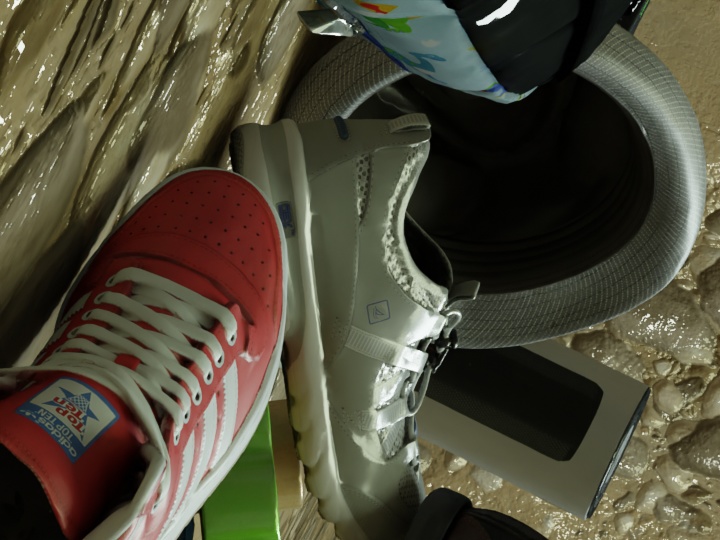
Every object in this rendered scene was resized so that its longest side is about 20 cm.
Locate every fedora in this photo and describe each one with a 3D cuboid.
[{"bbox_3d":[0.053,-0.063,0.956,0.200,0.176,0.091,51,26,-44],"label":"fedora"}]

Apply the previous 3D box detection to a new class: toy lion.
[{"bbox_3d":[-0.047,0.113,0.861,0.192,0.068,0.201,113,-28,-78],"label":"toy lion"}]

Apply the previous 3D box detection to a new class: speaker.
[{"bbox_3d":[0.051,0.056,1.217,0.081,0.200,0.081,-60,169,-20],"label":"speaker"}]

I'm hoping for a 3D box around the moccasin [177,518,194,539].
[{"bbox_3d":[-0.107,0.139,0.820,0.068,0.080,0.201,-26,132,-35],"label":"moccasin"}]

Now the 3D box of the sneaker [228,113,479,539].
[{"bbox_3d":[0.009,0.029,0.851,0.075,0.082,0.200,-102,179,-52],"label":"sneaker"}]

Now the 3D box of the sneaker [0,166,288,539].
[{"bbox_3d":[-0.069,0.032,0.621,0.113,0.071,0.200,102,11,-59],"label":"sneaker"}]

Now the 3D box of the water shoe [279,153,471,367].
[{"bbox_3d":[0.000,0.000,1.096,0.072,0.079,0.200,-60,174,-32],"label":"water shoe"}]

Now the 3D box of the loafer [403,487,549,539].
[{"bbox_3d":[0.020,0.182,0.847,0.072,0.063,0.201,67,43,-69],"label":"loafer"}]

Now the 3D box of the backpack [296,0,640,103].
[{"bbox_3d":[0.032,-0.124,0.572,0.164,0.153,0.200,-65,153,-3],"label":"backpack"}]

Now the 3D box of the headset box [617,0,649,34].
[{"bbox_3d":[0.131,-0.140,1.627,0.200,0.093,0.174,-58,173,-51],"label":"headset box"}]
